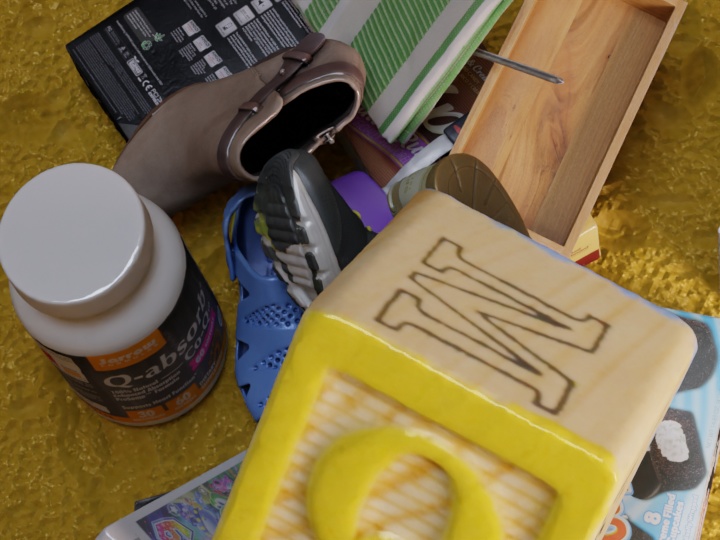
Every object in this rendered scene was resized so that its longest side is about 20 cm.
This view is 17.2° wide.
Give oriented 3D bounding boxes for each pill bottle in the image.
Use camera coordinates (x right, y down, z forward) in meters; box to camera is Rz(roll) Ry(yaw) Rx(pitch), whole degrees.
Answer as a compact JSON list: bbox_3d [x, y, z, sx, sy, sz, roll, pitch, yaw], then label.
[{"bbox_3d":[-0.159,0.016,1.532,0.115,0.200,0.117,-4,67,9],"label":"pill bottle"}]

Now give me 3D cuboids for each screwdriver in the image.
[{"bbox_3d":[0.068,-0.144,1.562,0.199,0.029,0.028,27,77,43],"label":"screwdriver"}]

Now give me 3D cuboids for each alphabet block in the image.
[{"bbox_3d":[0.056,0.102,1.367,0.195,0.200,0.197,26,117,10],"label":"alphabet block"}]

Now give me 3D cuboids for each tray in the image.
[{"bbox_3d":[0.129,-0.108,1.559,0.098,0.037,0.201,26,72,2],"label":"tray"}]

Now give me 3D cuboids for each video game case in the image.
[{"bbox_3d":[-0.058,0.182,1.450,0.143,0.200,0.018,45,118,11],"label":"video game case"}]

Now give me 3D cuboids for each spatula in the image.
[{"bbox_3d":[0.047,-0.074,1.571,0.199,0.021,0.057,-35,67,-10],"label":"spatula"}]

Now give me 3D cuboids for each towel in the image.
[{"bbox_3d":[0.017,-0.203,1.582,0.153,0.023,0.201,-52,53,28],"label":"towel"}]

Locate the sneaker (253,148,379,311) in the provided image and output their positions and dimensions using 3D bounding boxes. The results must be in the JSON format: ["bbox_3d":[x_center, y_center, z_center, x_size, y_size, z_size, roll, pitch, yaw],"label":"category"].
[{"bbox_3d":[0.000,0.000,1.513,0.084,0.201,0.074,-36,30,-20],"label":"sneaker"}]

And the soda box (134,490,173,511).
[{"bbox_3d":[-0.098,0.220,1.462,0.070,0.064,0.201,-16,37,5],"label":"soda box"}]

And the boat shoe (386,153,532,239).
[{"bbox_3d":[0.087,0.023,1.497,0.073,0.063,0.201,-42,103,-40],"label":"boat shoe"}]

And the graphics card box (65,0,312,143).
[{"bbox_3d":[-0.092,-0.159,1.676,0.199,0.051,0.126,-34,66,-7],"label":"graphics card box"}]

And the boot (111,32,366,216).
[{"bbox_3d":[-0.083,-0.084,1.555,0.200,0.146,0.070,-41,110,1],"label":"boot"}]

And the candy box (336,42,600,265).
[{"bbox_3d":[0.064,-0.071,1.609,0.116,0.057,0.201,-27,67,-4],"label":"candy box"}]

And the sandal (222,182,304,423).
[{"bbox_3d":[-0.055,0.021,1.575,0.079,0.087,0.202,-14,67,1],"label":"sandal"}]

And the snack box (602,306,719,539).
[{"bbox_3d":[0.168,0.119,1.521,0.115,0.037,0.202,10,70,14],"label":"snack box"}]

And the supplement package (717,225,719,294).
[{"bbox_3d":[0.348,-0.028,1.513,0.199,0.111,0.156,25,73,19],"label":"supplement package"}]
